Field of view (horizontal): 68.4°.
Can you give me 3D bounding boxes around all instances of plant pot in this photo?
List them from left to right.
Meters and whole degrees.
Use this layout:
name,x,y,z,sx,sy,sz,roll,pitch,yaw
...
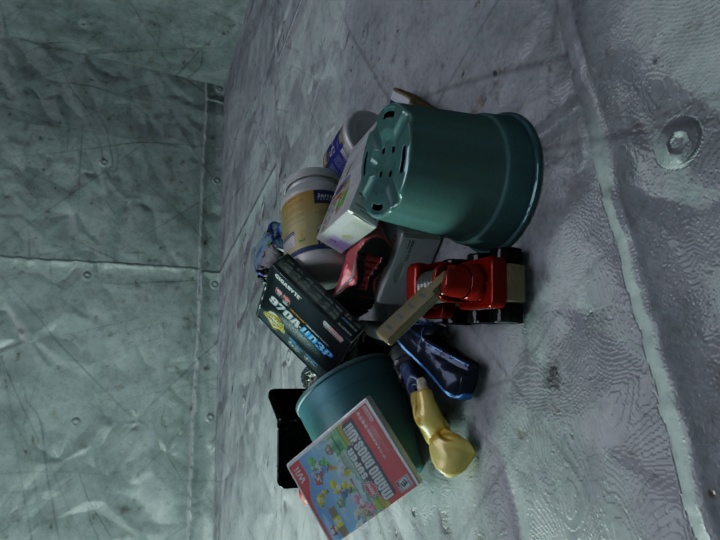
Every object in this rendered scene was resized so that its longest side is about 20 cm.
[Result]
name,x,y,z,sx,sy,sz,roll,pitch,yaw
plant pot,0.010,0.282,0.909,0.191,0.194,0.203,61,140,30
plant pot,0.113,-0.136,0.739,0.199,0.189,0.209,-174,90,-66

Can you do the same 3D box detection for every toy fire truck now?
name,x,y,z,sx,sy,sz,roll,pitch,yaw
toy fire truck,0.103,0.037,0.720,0.175,0.193,0.134,167,107,-64

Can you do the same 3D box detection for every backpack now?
name,x,y,z,sx,sy,sz,roll,pitch,yaw
backpack,-0.144,-0.036,1.200,0.150,0.180,0.200,-57,25,9

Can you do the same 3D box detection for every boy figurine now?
name,x,y,z,sx,sy,sz,roll,pitch,yaw
boy figurine,0.109,0.217,0.817,0.202,0.063,0.127,-119,9,-50

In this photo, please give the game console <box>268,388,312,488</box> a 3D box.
name,x,y,z,sx,sy,sz,roll,pitch,yaw
game console,-0.091,0.338,1.098,0.176,0.193,0.121,39,119,61

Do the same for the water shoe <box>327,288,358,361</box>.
name,x,y,z,sx,sy,sz,roll,pitch,yaw
water shoe,-0.047,0.118,1.057,0.072,0.076,0.207,106,163,-62

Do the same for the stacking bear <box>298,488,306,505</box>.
name,x,y,z,sx,sy,sz,roll,pitch,yaw
stacking bear,-0.124,0.459,1.273,0.123,0.110,0.204,-61,38,41

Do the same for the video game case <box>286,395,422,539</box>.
name,x,y,z,sx,sy,sz,roll,pitch,yaw
video game case,-0.015,0.311,0.818,0.200,0.017,0.145,-43,73,23

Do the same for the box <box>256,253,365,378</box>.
name,x,y,z,sx,sy,sz,roll,pitch,yaw
box,-0.096,0.092,0.962,0.199,0.046,0.161,42,138,11

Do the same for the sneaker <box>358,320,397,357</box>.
name,x,y,z,sx,sy,sz,roll,pitch,yaw
sneaker,0.035,0.158,1.004,0.200,0.070,0.117,175,96,-80

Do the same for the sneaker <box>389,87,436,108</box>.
name,x,y,z,sx,sy,sz,roll,pitch,yaw
sneaker,0.089,-0.253,0.962,0.202,0.068,0.111,-115,41,-57

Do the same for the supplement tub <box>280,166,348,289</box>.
name,x,y,z,sx,sy,sz,roll,pitch,yaw
supplement tub,-0.084,-0.081,1.035,0.145,0.139,0.207,134,134,-54

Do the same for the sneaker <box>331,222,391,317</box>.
name,x,y,z,sx,sy,sz,roll,pitch,yaw
sneaker,0.000,0.000,0.939,0.088,0.071,0.203,-97,27,-51

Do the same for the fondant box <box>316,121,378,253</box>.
name,x,y,z,sx,sy,sz,roll,pitch,yaw
fondant box,0.005,-0.148,0.906,0.144,0.057,0.205,-31,35,61

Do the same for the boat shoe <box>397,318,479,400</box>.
name,x,y,z,sx,sy,sz,roll,pitch,yaw
boat shoe,0.122,0.116,0.833,0.199,0.082,0.071,41,115,42

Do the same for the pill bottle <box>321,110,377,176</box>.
name,x,y,z,sx,sy,sz,roll,pitch,yaw
pill bottle,-0.019,-0.236,1.145,0.200,0.116,0.124,138,132,-56

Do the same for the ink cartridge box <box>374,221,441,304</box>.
name,x,y,z,sx,sy,sz,roll,pitch,yaw
ink cartridge box,0.056,-0.056,0.982,0.202,0.081,0.148,-115,37,-50

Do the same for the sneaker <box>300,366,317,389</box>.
name,x,y,z,sx,sy,sz,roll,pitch,yaw
sneaker,-0.053,0.195,1.191,0.199,0.084,0.078,-40,78,30
